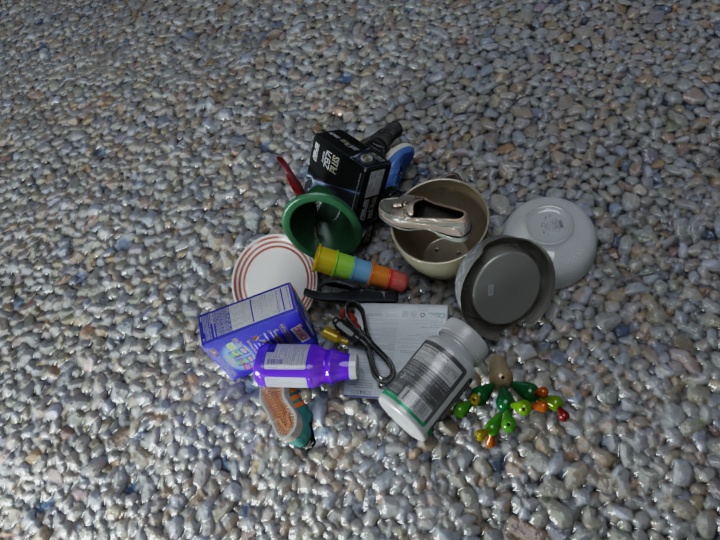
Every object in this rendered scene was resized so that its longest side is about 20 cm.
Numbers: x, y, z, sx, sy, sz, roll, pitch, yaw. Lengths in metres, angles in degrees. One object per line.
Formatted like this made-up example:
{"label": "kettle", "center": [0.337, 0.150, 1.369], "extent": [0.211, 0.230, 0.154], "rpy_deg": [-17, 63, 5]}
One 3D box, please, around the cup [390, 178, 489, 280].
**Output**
{"label": "cup", "center": [0.168, -0.061, 1.390], "extent": [0.195, 0.144, 0.204], "rpy_deg": [-7, 56, 11]}

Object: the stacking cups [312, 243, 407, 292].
{"label": "stacking cups", "center": [0.000, 0.000, 1.410], "extent": [0.195, 0.061, 0.062], "rpy_deg": [16, 58, -12]}

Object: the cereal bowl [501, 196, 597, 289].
{"label": "cereal bowl", "center": [0.377, -0.069, 1.377], "extent": [0.195, 0.084, 0.204], "rpy_deg": [-7, 57, 11]}

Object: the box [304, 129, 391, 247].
{"label": "box", "center": [-0.037, -0.173, 1.473], "extent": [0.085, 0.204, 0.163], "rpy_deg": [-19, 46, -42]}

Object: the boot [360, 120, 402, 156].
{"label": "boot", "center": [0.006, -0.276, 1.613], "extent": [0.197, 0.071, 0.132], "rpy_deg": [-16, 23, 34]}

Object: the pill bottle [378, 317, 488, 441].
{"label": "pill bottle", "center": [0.133, 0.190, 1.216], "extent": [0.112, 0.114, 0.200], "rpy_deg": [34, 73, 30]}

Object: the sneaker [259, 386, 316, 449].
{"label": "sneaker", "center": [-0.139, 0.268, 1.318], "extent": [0.071, 0.080, 0.201], "rpy_deg": [-39, 36, 6]}

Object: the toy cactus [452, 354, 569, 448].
{"label": "toy cactus", "center": [0.263, 0.228, 1.232], "extent": [0.195, 0.104, 0.167], "rpy_deg": [-13, 37, 10]}

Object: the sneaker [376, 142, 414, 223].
{"label": "sneaker", "center": [0.075, -0.190, 1.532], "extent": [0.200, 0.077, 0.111], "rpy_deg": [-45, 53, -10]}

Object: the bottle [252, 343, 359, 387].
{"label": "bottle", "center": [-0.101, 0.180, 1.290], "extent": [0.194, 0.067, 0.084], "rpy_deg": [-1, 35, 8]}

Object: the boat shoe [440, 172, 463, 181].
{"label": "boat shoe", "center": [0.149, -0.153, 1.494], "extent": [0.199, 0.072, 0.072], "rpy_deg": [-39, 57, -11]}

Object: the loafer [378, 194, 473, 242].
{"label": "loafer", "center": [0.122, -0.113, 1.309], "extent": [0.196, 0.063, 0.073], "rpy_deg": [17, 63, 24]}

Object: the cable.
{"label": "cable", "center": [0.005, 0.137, 1.335], "extent": [0.199, 0.051, 0.097], "rpy_deg": [40, 69, 18]}

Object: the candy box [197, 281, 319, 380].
{"label": "candy box", "center": [-0.198, 0.122, 1.356], "extent": [0.195, 0.170, 0.078], "rpy_deg": [-19, 57, 1]}

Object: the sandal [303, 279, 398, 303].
{"label": "sandal", "center": [-0.020, 0.043, 1.409], "extent": [0.194, 0.076, 0.044], "rpy_deg": [2, 84, -2]}

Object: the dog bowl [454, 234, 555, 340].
{"label": "dog bowl", "center": [0.266, 0.027, 1.288], "extent": [0.197, 0.203, 0.059], "rpy_deg": [-29, 26, -5]}

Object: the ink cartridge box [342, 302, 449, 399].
{"label": "ink cartridge box", "center": [0.072, 0.162, 1.339], "extent": [0.191, 0.044, 0.204], "rpy_deg": [1, 63, 15]}

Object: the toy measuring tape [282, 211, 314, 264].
{"label": "toy measuring tape", "center": [-0.126, -0.060, 1.512], "extent": [0.073, 0.074, 0.199], "rpy_deg": [-43, 58, -14]}

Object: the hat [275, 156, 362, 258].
{"label": "hat", "center": [-0.077, -0.151, 1.442], "extent": [0.163, 0.201, 0.178], "rpy_deg": [-23, 35, 27]}

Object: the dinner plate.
{"label": "dinner plate", "center": [-0.183, 0.024, 1.471], "extent": [0.195, 0.024, 0.206], "rpy_deg": [-2, 82, 15]}
